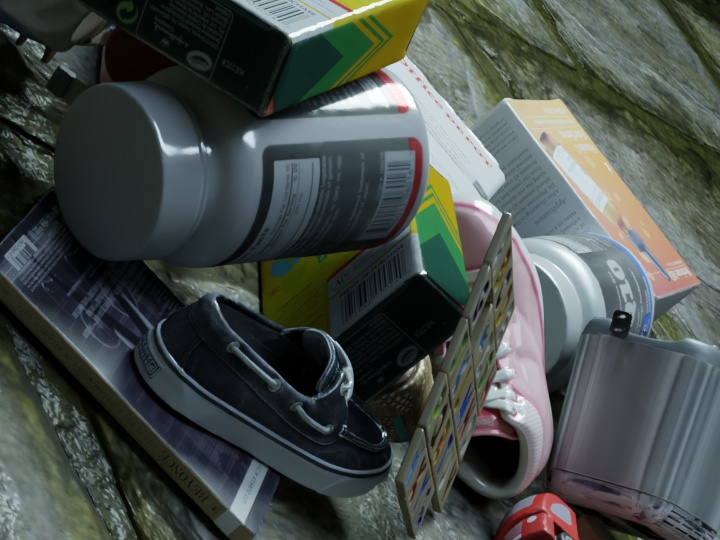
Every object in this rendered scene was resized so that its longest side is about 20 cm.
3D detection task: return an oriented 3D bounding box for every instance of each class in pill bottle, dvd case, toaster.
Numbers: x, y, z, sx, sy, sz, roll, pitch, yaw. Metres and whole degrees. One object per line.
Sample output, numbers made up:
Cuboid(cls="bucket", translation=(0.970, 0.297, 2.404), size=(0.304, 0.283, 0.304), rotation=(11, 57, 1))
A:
Cuboid(cls="pill bottle", translation=(-0.066, -0.061, 1.299), size=(0.200, 0.114, 0.114), rotation=(-6, 56, -45))
Cuboid(cls="dvd case", translation=(-0.116, 0.046, 1.248), size=(0.200, 0.016, 0.149), rotation=(47, 18, -8))
Cuboid(cls="toaster", translation=(0.200, 0.115, 1.593), size=(0.113, 0.130, 0.200), rotation=(13, -11, 25))
Cuboid(cls="pill bottle", translation=(0.137, 0.031, 1.688), size=(0.114, 0.114, 0.200), rotation=(54, 20, 11))

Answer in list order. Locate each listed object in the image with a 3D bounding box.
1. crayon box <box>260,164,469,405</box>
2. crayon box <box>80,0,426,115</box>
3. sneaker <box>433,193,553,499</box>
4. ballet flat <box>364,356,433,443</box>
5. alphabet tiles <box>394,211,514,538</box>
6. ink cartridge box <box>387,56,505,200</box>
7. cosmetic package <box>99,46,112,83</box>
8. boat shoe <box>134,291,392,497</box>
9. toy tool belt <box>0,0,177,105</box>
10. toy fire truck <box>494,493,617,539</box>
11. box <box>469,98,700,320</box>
Cuboid(cls="crayon box", translation=(0.000, 0.000, 1.421), size=(0.051, 0.127, 0.200), rotation=(41, 22, -25))
Cuboid(cls="crayon box", translation=(-0.047, -0.156, 1.287), size=(0.127, 0.051, 0.200), rotation=(33, 29, 18))
Cuboid(cls="sneaker", translation=(0.080, 0.055, 1.499), size=(0.105, 0.075, 0.201), rotation=(-52, 130, -69))
Cuboid(cls="ballet flat", translation=(0.011, 0.042, 1.492), size=(0.200, 0.070, 0.065), rotation=(-93, 166, -56))
Cuboid(cls="alphabet tiles", translation=(0.059, 0.074, 1.358), size=(0.008, 0.168, 0.200), rotation=(19, -17, 11))
Cuboid(cls="ink cartridge box", translation=(0.015, -0.077, 1.661), size=(0.146, 0.084, 0.200), rotation=(50, 19, -1))
Cuboid(cls="cosmetic package", translation=(-0.105, -0.128, 1.483), size=(0.103, 0.087, 0.200), rotation=(41, 22, -23))
Cuboid(cls="boat shoe", translation=(-0.035, 0.064, 1.265), size=(0.200, 0.068, 0.072), rotation=(33, 25, -43))
Cuboid(cls="toy tool belt", translation=(-0.171, -0.178, 1.367), size=(0.200, 0.125, 0.123), rotation=(36, 16, 5))
Cuboid(cls="toy fire truck", translation=(0.166, 0.206, 1.529), size=(0.200, 0.049, 0.141), rotation=(43, 20, -18))
Cuboid(cls="box", translation=(0.160, -0.030, 1.866), size=(0.200, 0.106, 0.152), rotation=(53, 19, 9))
